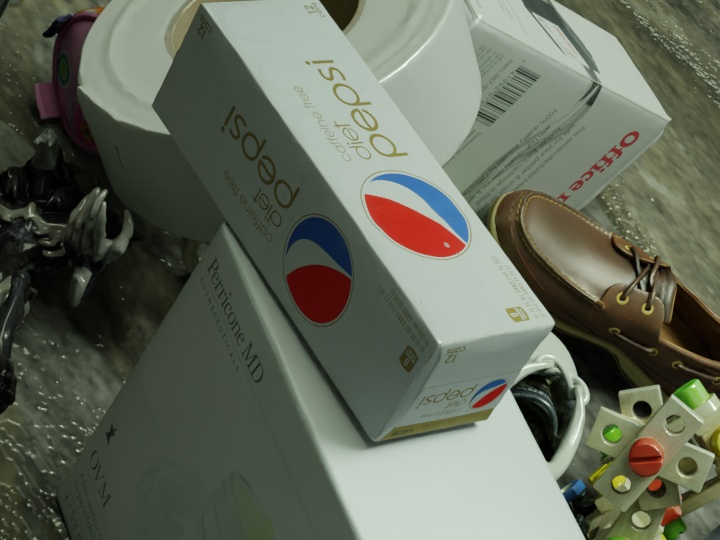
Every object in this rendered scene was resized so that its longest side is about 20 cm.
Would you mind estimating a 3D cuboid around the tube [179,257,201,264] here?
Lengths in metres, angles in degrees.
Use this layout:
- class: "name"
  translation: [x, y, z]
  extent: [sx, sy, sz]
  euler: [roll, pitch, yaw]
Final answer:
- class: "tube"
  translation: [0.000, 0.000, 1.207]
  extent: [0.199, 0.058, 0.052]
  euler: [1, 52, -41]

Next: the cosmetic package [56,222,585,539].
- class: "cosmetic package"
  translation: [-0.023, 0.118, 0.944]
  extent: [0.122, 0.200, 0.200]
  euler: [3, 47, -37]

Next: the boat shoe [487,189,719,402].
- class: "boat shoe"
  translation: [0.160, 0.012, 1.272]
  extent: [0.200, 0.067, 0.072]
  euler: [38, 52, -25]

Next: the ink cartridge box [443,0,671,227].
- class: "ink cartridge box"
  translation: [0.064, -0.096, 1.255]
  extent: [0.200, 0.145, 0.084]
  euler: [20, 35, -47]

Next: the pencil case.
- class: "pencil case"
  translation: [-0.095, -0.122, 1.251]
  extent: [0.200, 0.088, 0.088]
  euler: [-19, 62, -47]

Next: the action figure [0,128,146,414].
- class: "action figure"
  translation: [-0.173, -0.019, 1.060]
  extent: [0.118, 0.102, 0.200]
  euler: [20, 39, -2]

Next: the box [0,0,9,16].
- class: "box"
  translation: [-0.291, -0.170, 1.140]
  extent: [0.199, 0.086, 0.164]
  euler: [28, 37, -11]

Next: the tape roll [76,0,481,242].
- class: "tape roll"
  translation: [-0.042, -0.103, 1.091]
  extent: [0.201, 0.071, 0.203]
  euler: [-10, 39, 8]

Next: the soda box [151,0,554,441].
- class: "soda box"
  translation: [-0.007, -0.025, 0.896]
  extent: [0.068, 0.064, 0.200]
  euler: [-8, 52, -40]

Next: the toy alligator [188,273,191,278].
- class: "toy alligator"
  translation: [-0.008, 0.057, 1.150]
  extent: [0.199, 0.059, 0.055]
  euler: [24, 78, -15]

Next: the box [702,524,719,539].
- class: "box"
  translation: [0.247, 0.230, 1.167]
  extent: [0.200, 0.049, 0.161]
  euler: [46, 39, 14]

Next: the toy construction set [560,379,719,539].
- class: "toy construction set"
  translation: [0.160, 0.115, 1.135]
  extent: [0.092, 0.131, 0.200]
  euler: [61, 16, 12]

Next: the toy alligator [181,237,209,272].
- class: "toy alligator"
  translation: [-0.020, 0.058, 1.079]
  extent: [0.059, 0.054, 0.200]
  euler: [-42, 103, -11]

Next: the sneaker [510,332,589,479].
- class: "sneaker"
  translation: [0.091, 0.075, 1.098]
  extent: [0.073, 0.071, 0.200]
  euler: [39, 28, -6]
